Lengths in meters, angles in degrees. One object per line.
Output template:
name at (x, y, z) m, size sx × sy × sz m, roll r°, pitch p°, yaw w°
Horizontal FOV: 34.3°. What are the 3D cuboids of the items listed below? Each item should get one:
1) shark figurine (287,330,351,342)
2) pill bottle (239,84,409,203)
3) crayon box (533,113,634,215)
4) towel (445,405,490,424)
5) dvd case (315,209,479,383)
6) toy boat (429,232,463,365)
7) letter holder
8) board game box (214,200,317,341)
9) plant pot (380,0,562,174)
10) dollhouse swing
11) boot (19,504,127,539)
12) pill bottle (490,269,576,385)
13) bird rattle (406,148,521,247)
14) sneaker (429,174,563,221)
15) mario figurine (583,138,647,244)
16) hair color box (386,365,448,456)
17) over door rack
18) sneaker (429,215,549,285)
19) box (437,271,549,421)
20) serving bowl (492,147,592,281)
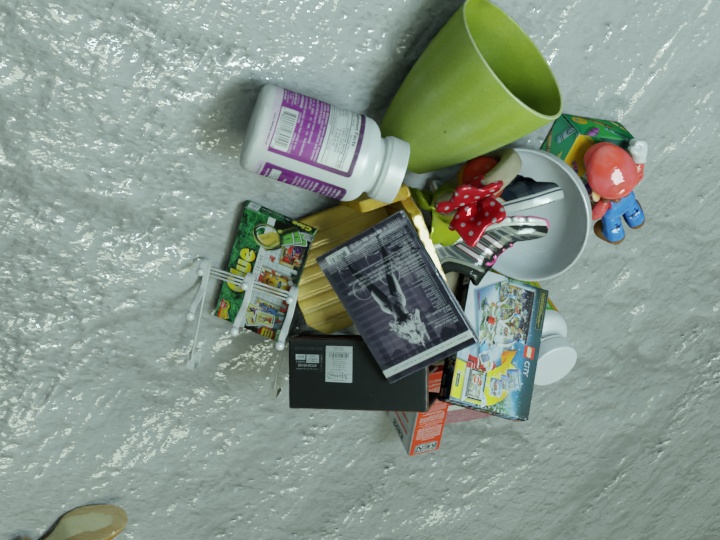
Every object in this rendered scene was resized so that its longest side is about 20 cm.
shark figurine at (-0.017, 0.144, 1.836) m, size 0.128 × 0.090 × 0.215 m, roll -33°, pitch 140°, yaw 1°
pill bottle at (-0.044, -0.153, 1.473) m, size 0.199 × 0.113 × 0.113 m, roll 17°, pitch 123°, yaw -12°
crayon box at (0.317, -0.136, 1.772) m, size 0.118 × 0.058 × 0.201 m, roll 3°, pitch 129°, yaw -31°
towel at (0.200, 0.189, 2.046) m, size 0.143 × 0.023 × 0.201 m, roll -7°, pitch 131°, yaw -21°
dvd case at (0.048, 0.037, 1.554) m, size 0.148 × 0.201 × 0.016 m, roll -28°, pitch -175°, yaw 29°
toy boat at (0.089, 0.041, 1.771) m, size 0.130 × 0.131 × 0.201 m, roll 7°, pitch 94°, yaw -34°
letter holder at (0.010, 0.142, 1.684) m, size 0.199 × 0.101 × 0.142 m, roll 0°, pitch -178°, yaw 13°
board game box at (-0.136, 0.004, 1.641) m, size 0.104 × 0.023 × 0.201 m, roll 23°, pitch 126°, yaw 5°
plant pot at (0.127, -0.217, 1.520) m, size 0.187 × 0.188 × 0.200 m, roll 21°, pitch 134°, yaw -40°
dollhouse swing at (0.000, 0.000, 1.602) m, size 0.175 × 0.182 × 0.201 m, roll -24°, pitch 105°, yaw -11°
boot at (-0.464, 0.460, 1.911) m, size 0.200 × 0.071 × 0.144 m, roll -19°, pitch 143°, yaw -7°
pill bottle at (0.256, 0.081, 1.838) m, size 0.111 × 0.200 × 0.111 m, roll -16°, pitch 137°, yaw -16°
bird rattle at (0.142, -0.111, 1.534) m, size 0.163 × 0.200 × 0.113 m, roll -43°, pitch 97°, yaw -20°
sneaker at (0.185, -0.113, 1.653) m, size 0.199 × 0.080 × 0.078 m, roll -11°, pitch 180°, yaw 25°
mario figurine at (0.367, -0.128, 1.726) m, size 0.124 × 0.106 × 0.200 m, roll -68°, pitch 154°, yaw -22°
hair color box at (0.100, 0.203, 1.944) m, size 0.061 × 0.102 × 0.201 m, roll -10°, pitch 135°, yaw -20°
over door rack at (-0.173, 0.092, 1.656) m, size 0.147 × 0.067 × 0.201 m, roll 18°, pitch 126°, yaw 8°
sneaker at (0.175, -0.025, 1.659) m, size 0.199 × 0.088 × 0.074 m, roll -13°, pitch 180°, yaw 1°
box at (0.196, 0.108, 1.711) m, size 0.136 × 0.201 × 0.038 m, roll 18°, pitch 165°, yaw -22°
serving bowl at (0.250, -0.088, 1.712) m, size 0.066 × 0.200 × 0.201 m, roll -33°, pitch 155°, yaw -55°
